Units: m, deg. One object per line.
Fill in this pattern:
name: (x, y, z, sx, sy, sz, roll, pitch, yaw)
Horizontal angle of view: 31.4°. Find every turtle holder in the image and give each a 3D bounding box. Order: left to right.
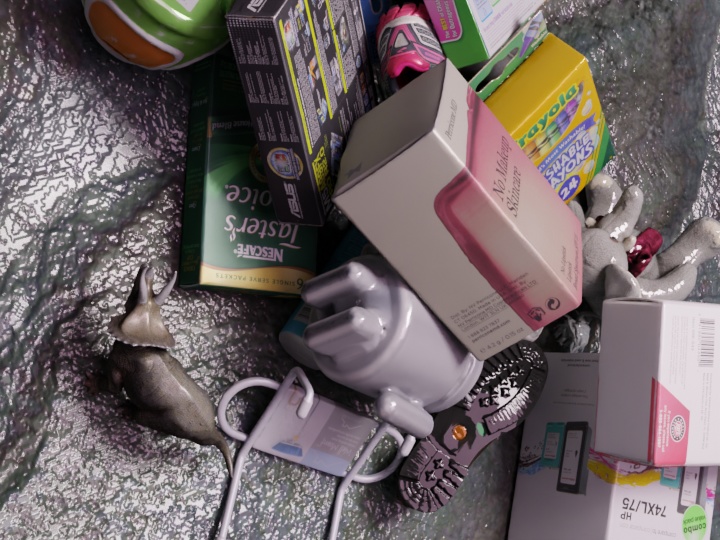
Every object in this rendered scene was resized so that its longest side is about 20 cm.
turtle holder: (-0.159, -0.250, 1.041, 0.140, 0.131, 0.188, 13, 59, -35)

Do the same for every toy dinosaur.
toy dinosaur: (-0.161, 0.099, 1.033, 0.077, 0.102, 0.202, -33, 104, -31)

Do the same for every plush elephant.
plush elephant: (0.249, -0.018, 1.281, 0.201, 0.164, 0.155, -54, 156, -6)

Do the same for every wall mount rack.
wall mount rack: (-0.047, 0.182, 1.128, 0.198, 0.075, 0.175, 24, 106, -30)

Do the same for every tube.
tube: (0.000, 0.000, 1.182, 0.077, 0.050, 0.201, 38, 64, -2)

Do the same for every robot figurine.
robot figurine: (0.033, 0.057, 1.107, 0.199, 0.112, 0.172, 28, 54, -46)

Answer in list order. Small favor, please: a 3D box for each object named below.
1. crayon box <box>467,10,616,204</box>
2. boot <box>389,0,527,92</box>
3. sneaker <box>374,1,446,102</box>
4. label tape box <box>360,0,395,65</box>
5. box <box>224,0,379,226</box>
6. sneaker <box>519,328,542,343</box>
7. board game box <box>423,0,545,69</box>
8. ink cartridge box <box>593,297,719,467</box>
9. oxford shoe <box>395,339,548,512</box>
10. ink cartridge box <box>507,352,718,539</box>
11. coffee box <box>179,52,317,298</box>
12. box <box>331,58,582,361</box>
crayon box: (0.160, -0.125, 1.173, 0.126, 0.052, 0.200, -45, 147, -5)
boot: (0.096, -0.194, 1.204, 0.199, 0.072, 0.184, 23, 75, -58)
sneaker: (0.057, -0.138, 1.148, 0.075, 0.080, 0.201, -88, 159, -43)
label tape box: (0.039, -0.306, 1.194, 0.200, 0.066, 0.144, -42, 134, -28)
box: (-0.041, -0.165, 1.055, 0.161, 0.044, 0.202, -64, 151, -42)
sneaker: (0.123, -0.016, 1.250, 0.075, 0.081, 0.202, -28, 101, -30)
board game box: (0.087, -0.298, 1.111, 0.153, 0.040, 0.202, -47, 118, -49)
ink cartridge box: (0.317, 0.104, 1.189, 0.198, 0.084, 0.148, 5, 88, -33)
oxford shoe: (0.100, 0.144, 1.221, 0.073, 0.084, 0.200, 45, 76, 3)
ink cartridge box: (0.257, 0.196, 1.284, 0.145, 0.145, 0.203, 16, 79, -32)
coffee box: (-0.093, -0.079, 1.127, 0.122, 0.044, 0.203, 8, 82, -35)
box: (0.085, -0.049, 1.059, 0.200, 0.108, 0.128, 47, 30, -22)
